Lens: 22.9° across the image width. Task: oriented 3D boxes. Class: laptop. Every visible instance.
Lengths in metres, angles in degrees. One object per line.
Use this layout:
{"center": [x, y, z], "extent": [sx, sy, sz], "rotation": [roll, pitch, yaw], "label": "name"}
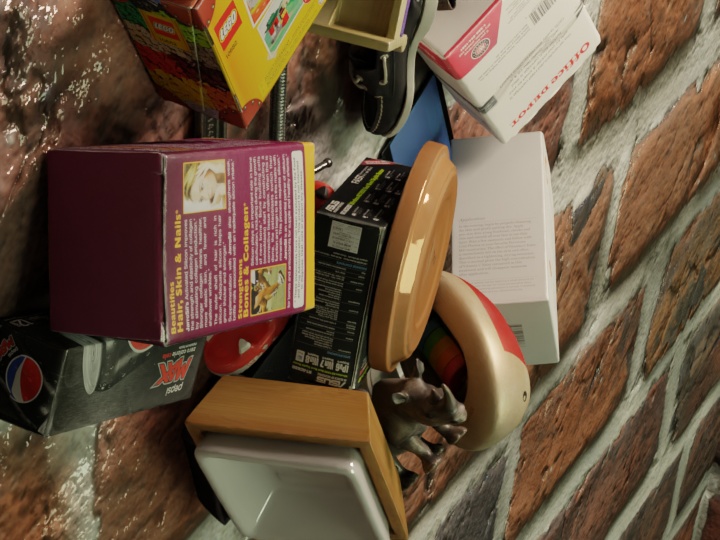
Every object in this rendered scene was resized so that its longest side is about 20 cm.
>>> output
{"center": [0.085, -0.063, 1.767], "extent": [0.103, 0.200, 0.178], "rotation": [-26, 147, -4], "label": "laptop"}

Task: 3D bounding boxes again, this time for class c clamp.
{"center": [-0.083, -0.126, 1.436], "extent": [0.171, 0.027, 0.201], "rotation": [-41, 146, -37], "label": "c clamp"}

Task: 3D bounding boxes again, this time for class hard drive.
{"center": [-0.091, 0.116, 1.602], "extent": [0.200, 0.042, 0.135], "rotation": [-54, 153, -32], "label": "hard drive"}

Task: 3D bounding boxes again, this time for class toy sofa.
{"center": [0.016, -0.279, 1.412], "extent": [0.098, 0.082, 0.201], "rotation": [-41, 145, -72], "label": "toy sofa"}

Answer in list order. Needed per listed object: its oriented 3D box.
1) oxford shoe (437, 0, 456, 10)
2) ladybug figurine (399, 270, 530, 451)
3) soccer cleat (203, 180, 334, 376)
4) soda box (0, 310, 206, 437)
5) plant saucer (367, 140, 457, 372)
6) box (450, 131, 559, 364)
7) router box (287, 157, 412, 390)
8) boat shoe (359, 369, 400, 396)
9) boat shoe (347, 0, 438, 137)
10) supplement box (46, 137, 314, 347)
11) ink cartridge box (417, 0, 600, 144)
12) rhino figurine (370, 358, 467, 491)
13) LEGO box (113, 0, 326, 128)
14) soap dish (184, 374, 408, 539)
{"center": [0.081, -0.328, 1.565], "extent": [0.071, 0.072, 0.201], "rotation": [-19, 126, -61], "label": "oxford shoe"}
{"center": [0.094, 0.076, 1.627], "extent": [0.072, 0.200, 0.136], "rotation": [-5, 135, -29], "label": "ladybug figurine"}
{"center": [-0.070, 0.014, 1.532], "extent": [0.201, 0.068, 0.085], "rotation": [-64, 154, -23], "label": "soccer cleat"}
{"center": [-0.191, 0.066, 1.302], "extent": [0.200, 0.063, 0.071], "rotation": [-11, 120, -65], "label": "soda box"}
{"center": [0.049, -0.010, 1.518], "extent": [0.200, 0.032, 0.201], "rotation": [15, 90, -82], "label": "plant saucer"}
{"center": [0.145, -0.020, 1.787], "extent": [0.125, 0.097, 0.201], "rotation": [72, 17, -56], "label": "box"}
{"center": [0.000, 0.000, 1.534], "extent": [0.200, 0.062, 0.151], "rotation": [-52, 153, -69], "label": "router box"}
{"center": [0.000, 0.123, 1.683], "extent": [0.075, 0.062, 0.200], "rotation": [-58, 155, -26], "label": "boat shoe"}
{"center": [0.018, -0.192, 1.557], "extent": [0.060, 0.074, 0.200], "rotation": [-8, 147, -19], "label": "boat shoe"}
{"center": [-0.123, -0.026, 1.272], "extent": [0.200, 0.103, 0.132], "rotation": [-10, 103, -61], "label": "supplement box"}
{"center": [0.132, -0.230, 1.684], "extent": [0.145, 0.084, 0.200], "rotation": [-47, 152, 0], "label": "ink cartridge box"}
{"center": [0.043, 0.130, 1.548], "extent": [0.060, 0.087, 0.200], "rotation": [-48, 178, -24], "label": "rhino figurine"}
{"center": [-0.082, -0.228, 1.273], "extent": [0.201, 0.077, 0.149], "rotation": [-60, 156, -21], "label": "LEGO box"}
{"center": [-0.047, 0.165, 1.501], "extent": [0.200, 0.156, 0.082], "rotation": [72, 27, -57], "label": "soap dish"}
